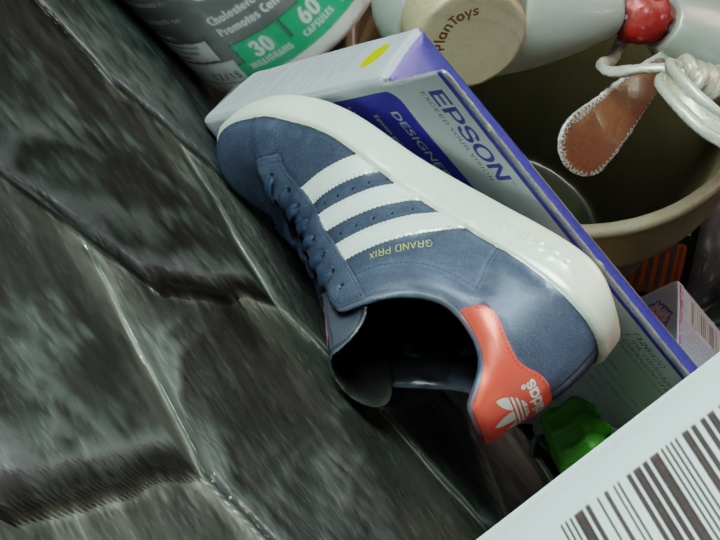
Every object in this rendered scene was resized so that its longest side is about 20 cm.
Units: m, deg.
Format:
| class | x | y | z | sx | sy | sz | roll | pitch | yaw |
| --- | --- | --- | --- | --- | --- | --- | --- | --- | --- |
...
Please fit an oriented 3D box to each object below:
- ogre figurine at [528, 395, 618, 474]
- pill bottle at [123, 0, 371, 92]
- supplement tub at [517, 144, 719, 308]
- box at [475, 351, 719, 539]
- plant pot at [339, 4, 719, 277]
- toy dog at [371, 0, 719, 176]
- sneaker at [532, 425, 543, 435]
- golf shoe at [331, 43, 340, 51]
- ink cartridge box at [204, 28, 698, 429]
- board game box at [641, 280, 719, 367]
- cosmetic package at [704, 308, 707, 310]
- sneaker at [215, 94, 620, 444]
| class | x | y | z | sx | sy | sz | roll | pitch | yaw |
| --- | --- | --- | --- | --- | --- | --- | --- | --- | --- |
| ogre figurine | 0.145 | 0.147 | 0.888 | 0.200 | 0.098 | 0.120 | 43 | 16 | 25 |
| pill bottle | -0.087 | -0.180 | 0.971 | 0.200 | 0.113 | 0.113 | 44 | 11 | -36 |
| supplement tub | 0.137 | -0.045 | 1.245 | 0.200 | 0.123 | 0.123 | 10 | 9 | 3 |
| box | 0.148 | 0.128 | 0.621 | 0.131 | 0.199 | 0.200 | 44 | 11 | -38 |
| plant pot | 0.082 | -0.056 | 1.084 | 0.200 | 0.200 | 0.174 | 55 | -22 | 24 |
| toy dog | 0.075 | -0.092 | 0.951 | 0.200 | 0.096 | 0.132 | 26 | 35 | -12 |
| sneaker | 0.143 | 0.094 | 1.220 | 0.106 | 0.075 | 0.200 | 56 | 15 | -10 |
| golf shoe | -0.038 | -0.130 | 1.145 | 0.200 | 0.095 | 0.078 | 23 | -12 | -11 |
| ink cartridge box | 0.051 | -0.012 | 0.919 | 0.198 | 0.047 | 0.200 | 49 | -25 | -19 |
| board game box | 0.195 | 0.140 | 1.115 | 0.200 | 0.041 | 0.200 | 47 | 33 | -27 |
| cosmetic package | 0.120 | -0.027 | 1.370 | 0.200 | 0.081 | 0.113 | 53 | -32 | 11 |
| sneaker | 0.000 | 0.000 | 0.850 | 0.200 | 0.085 | 0.075 | 28 | -25 | 38 |
